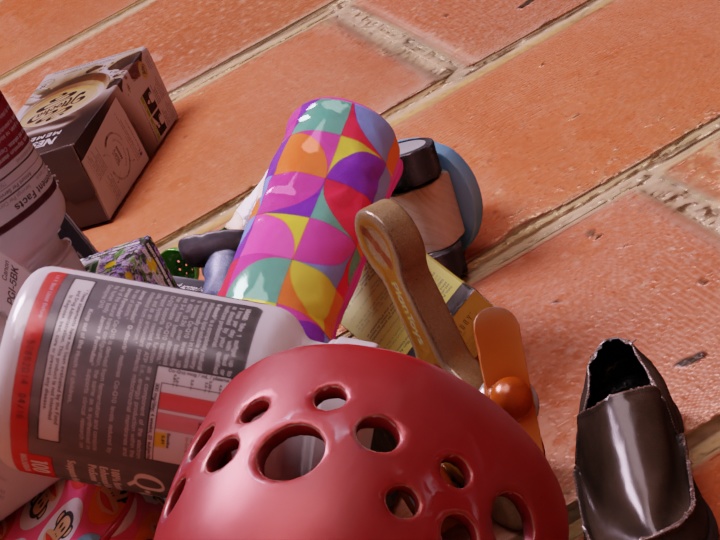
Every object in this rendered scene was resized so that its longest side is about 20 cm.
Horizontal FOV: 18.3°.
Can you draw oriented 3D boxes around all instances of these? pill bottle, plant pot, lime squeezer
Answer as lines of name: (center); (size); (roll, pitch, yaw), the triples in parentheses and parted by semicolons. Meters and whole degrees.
pill bottle: (-0.094, 0.070, 1.235); (0.198, 0.117, 0.116); (10, 32, 6)
pill bottle: (-0.274, -0.061, 1.530); (0.112, 0.201, 0.113); (-26, 18, 9)
plant pot: (-0.016, 0.164, 1.085); (0.199, 0.201, 0.183); (-9, 31, 31)
lime squeezer: (-0.158, 0.017, 1.700); (0.199, 0.038, 0.071); (-35, 17, -2)

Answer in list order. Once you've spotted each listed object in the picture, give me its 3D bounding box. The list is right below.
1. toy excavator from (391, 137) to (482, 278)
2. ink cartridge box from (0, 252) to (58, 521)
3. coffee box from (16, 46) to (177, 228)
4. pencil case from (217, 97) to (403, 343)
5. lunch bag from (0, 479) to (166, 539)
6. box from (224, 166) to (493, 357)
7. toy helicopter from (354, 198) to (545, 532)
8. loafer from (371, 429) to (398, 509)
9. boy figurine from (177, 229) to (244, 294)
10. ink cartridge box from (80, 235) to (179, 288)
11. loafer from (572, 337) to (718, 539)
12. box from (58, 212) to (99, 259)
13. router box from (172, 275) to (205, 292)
toy excavator: (0.013, -0.054, 1.646); (0.193, 0.101, 0.200); (-9, 16, 27)
ink cartridge box: (-0.269, 0.101, 1.377); (0.199, 0.083, 0.147); (-35, 36, 29)
coffee box: (-0.256, -0.114, 2.016); (0.112, 0.080, 0.200); (-14, 26, 22)
pencil case: (-0.031, -0.012, 1.382); (0.088, 0.089, 0.201); (-9, 47, 32)
lunch bag: (-0.188, 0.180, 1.334); (0.176, 0.082, 0.200); (-46, 25, 2)
box: (0.000, 0.000, 1.465); (0.200, 0.050, 0.075); (37, 90, 37)
toy helicopter: (0.051, 0.054, 1.237); (0.079, 0.201, 0.132); (-29, 11, -19)
loafer: (-0.028, 0.132, 1.310); (0.068, 0.076, 0.200); (-6, 31, 24)
boy figurine: (-0.080, 0.080, 1.412); (0.064, 0.124, 0.202); (-7, 68, 20)
ink cartridge box: (-0.212, 0.054, 1.534); (0.108, 0.051, 0.200); (-19, 20, 27)
loafer: (0.142, 0.102, 1.211); (0.073, 0.072, 0.200); (-21, 24, 8)
box: (-0.308, 0.040, 1.671); (0.148, 0.107, 0.200); (-2, 44, 49)
router box: (-0.130, 0.070, 1.558); (0.149, 0.051, 0.199); (-38, 25, -26)
